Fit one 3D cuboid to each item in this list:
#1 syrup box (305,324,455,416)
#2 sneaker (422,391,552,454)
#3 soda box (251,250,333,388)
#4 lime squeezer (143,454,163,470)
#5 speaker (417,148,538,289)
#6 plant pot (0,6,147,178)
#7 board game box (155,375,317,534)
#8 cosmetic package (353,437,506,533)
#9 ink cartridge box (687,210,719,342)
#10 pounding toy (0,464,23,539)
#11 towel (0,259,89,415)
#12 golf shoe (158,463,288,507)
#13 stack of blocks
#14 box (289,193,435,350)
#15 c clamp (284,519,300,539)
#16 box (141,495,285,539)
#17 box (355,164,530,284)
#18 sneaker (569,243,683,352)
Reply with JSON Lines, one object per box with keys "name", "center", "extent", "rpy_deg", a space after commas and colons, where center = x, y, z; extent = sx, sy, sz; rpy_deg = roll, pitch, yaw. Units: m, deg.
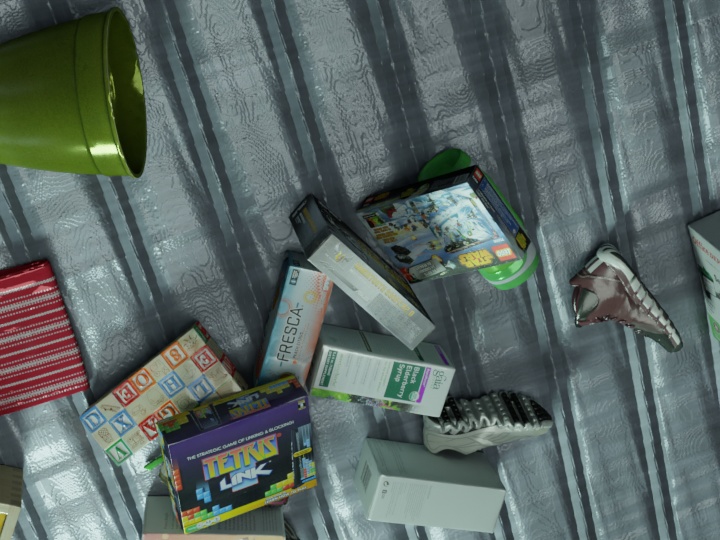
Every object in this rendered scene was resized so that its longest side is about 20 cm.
{"name": "syrup box", "center": [0.025, 0.140, 1.756], "extent": [0.199, 0.082, 0.079], "rpy_deg": [12, 108, -16]}
{"name": "sneaker", "center": [0.185, 0.230, 1.843], "extent": [0.198, 0.075, 0.081], "rpy_deg": [0, 125, -11]}
{"name": "soda box", "center": [-0.094, 0.080, 1.711], "extent": [0.068, 0.064, 0.201], "rpy_deg": [13, 107, -13]}
{"name": "lime squeezer", "center": [-0.232, 0.207, 1.754], "extent": [0.070, 0.038, 0.201], "rpy_deg": [29, 105, 11]}
{"name": "speaker", "center": [0.162, -0.069, 1.703], "extent": [0.088, 0.089, 0.200], "rpy_deg": [-37, 115, 3]}
{"name": "plant pot", "center": [-0.369, -0.201, 1.479], "extent": [0.191, 0.201, 0.202], "rpy_deg": [-5, 113, 2]}
{"name": "board game box", "center": [-0.163, 0.248, 1.679], "extent": [0.199, 0.057, 0.166], "rpy_deg": [-18, 128, -18]}
{"name": "cosmetic package", "center": [0.101, 0.315, 1.829], "extent": [0.199, 0.113, 0.082], "rpy_deg": [11, 109, -15]}
{"name": "ink cartridge box", "center": [0.555, 0.026, 1.801], "extent": [0.084, 0.146, 0.201], "rpy_deg": [-22, 114, -2]}
{"name": "pounding toy", "center": [-0.575, 0.359, 1.667], "extent": [0.199, 0.142, 0.185], "rpy_deg": [16, 107, -19]}
{"name": "towel", "center": [-0.454, 0.090, 1.655], "extent": [0.144, 0.023, 0.201], "rpy_deg": [-16, 116, -9]}
{"name": "golf shoe", "center": [-0.188, 0.279, 1.770], "extent": [0.199, 0.073, 0.093], "rpy_deg": [8, 103, -27]}
{"name": "stack of blocks", "center": [-0.266, 0.178, 1.696], "extent": [0.200, 0.059, 0.115], "rpy_deg": [-37, 96, 4]}
{"name": "box", "center": [0.000, 0.000, 1.651], "extent": [0.048, 0.159, 0.200], "rpy_deg": [-45, 113, 7]}
{"name": "c clamp", "center": [-0.158, 0.445, 1.868], "extent": [0.170, 0.027, 0.201], "rpy_deg": [24, 105, -14]}
{"name": "box", "center": [-0.213, 0.416, 1.781], "extent": [0.198, 0.106, 0.153], "rpy_deg": [2, 108, -8]}
{"name": "box", "center": [0.108, -0.057, 1.650], "extent": [0.137, 0.199, 0.040], "rpy_deg": [52, 49, -25]}
{"name": "sneaker", "center": [0.375, 0.065, 1.821], "extent": [0.115, 0.076, 0.200], "rpy_deg": [-38, 105, 9]}
